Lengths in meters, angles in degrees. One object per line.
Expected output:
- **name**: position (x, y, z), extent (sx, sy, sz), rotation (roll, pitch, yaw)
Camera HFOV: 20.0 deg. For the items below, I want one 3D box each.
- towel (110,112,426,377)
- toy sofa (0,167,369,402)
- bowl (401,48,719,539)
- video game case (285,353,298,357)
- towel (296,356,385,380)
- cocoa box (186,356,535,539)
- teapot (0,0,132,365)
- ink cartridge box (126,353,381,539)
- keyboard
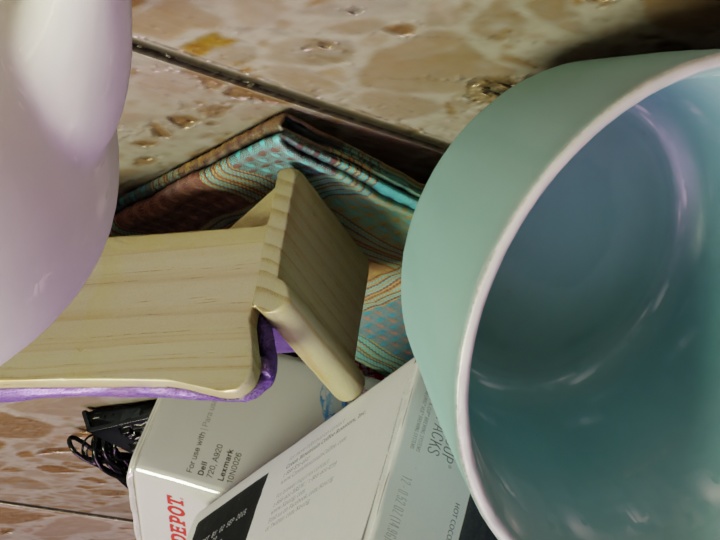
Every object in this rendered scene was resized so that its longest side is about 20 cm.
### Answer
- **towel**: position (0.000, 0.000, 0.879), extent (0.199, 0.022, 0.146), rotation (25, 149, -33)
- **toy sofa**: position (-0.102, 0.025, 0.831), extent (0.199, 0.098, 0.083), rotation (-4, 151, 22)
- **bowl**: position (0.093, 0.003, 0.735), extent (0.200, 0.202, 0.105), rotation (12, -166, -36)
- **video game case**: position (0.068, 0.034, 1.033), extent (0.180, 0.026, 0.200), rotation (8, 160, -26)
- **towel**: position (0.044, 0.069, 1.062), extent (0.198, 0.023, 0.145), rotation (-2, 161, 4)
- **cocoa box**: position (0.011, 0.150, 0.834), extent (0.131, 0.134, 0.200), rotation (30, 143, -17)
- **teapot**: position (-0.169, -0.057, 0.561), extent (0.199, 0.197, 0.147), rotation (-31, 131, -25)
- **ink cartridge box**: position (-0.004, 0.119, 0.995), extent (0.199, 0.084, 0.145), rotation (15, 150, 6)
- **keyboard**: position (-0.106, 0.124, 1.263), extent (0.103, 0.040, 0.200), rotation (-9, 159, 18)
